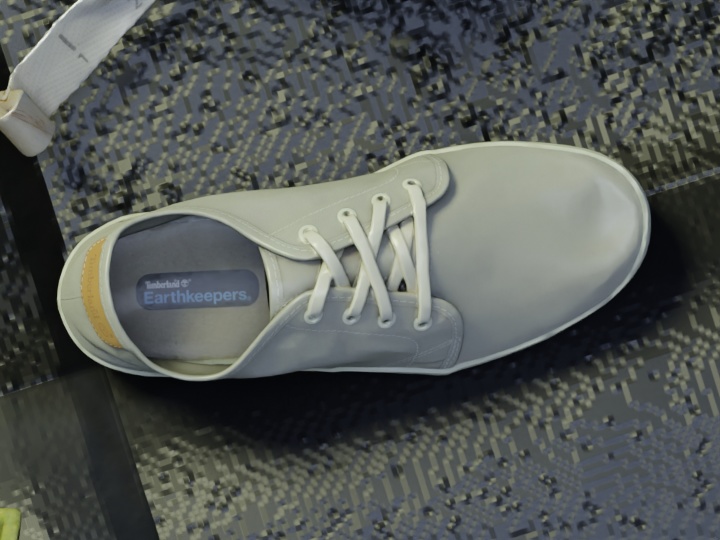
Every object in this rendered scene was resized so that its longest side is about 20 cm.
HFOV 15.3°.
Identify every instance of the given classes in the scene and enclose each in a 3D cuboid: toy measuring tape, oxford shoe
[{"bbox_3d":[-0.034,-0.105,0.862,0.074,0.074,0.200,44,85,-3],"label":"toy measuring tape"},{"bbox_3d":[0.000,0.000,0.876,0.199,0.058,0.076,-7,88,-6],"label":"oxford shoe"}]

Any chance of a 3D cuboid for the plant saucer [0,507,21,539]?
[{"bbox_3d":[-0.193,0.163,0.795,0.199,0.200,0.048,-16,114,5],"label":"plant saucer"}]
